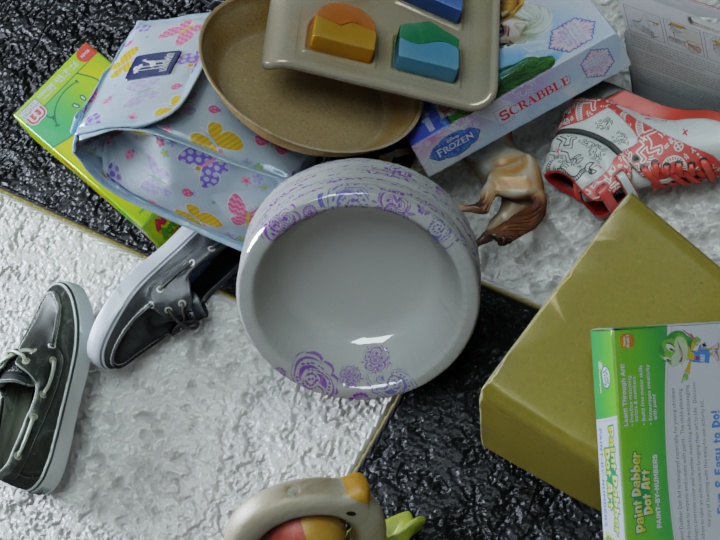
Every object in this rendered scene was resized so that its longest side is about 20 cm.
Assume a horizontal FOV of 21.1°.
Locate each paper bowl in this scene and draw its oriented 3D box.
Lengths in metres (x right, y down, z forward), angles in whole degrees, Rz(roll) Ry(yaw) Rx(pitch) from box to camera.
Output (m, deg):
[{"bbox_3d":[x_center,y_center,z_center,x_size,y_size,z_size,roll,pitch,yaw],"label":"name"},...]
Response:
[{"bbox_3d":[0.000,0.000,1.612,0.200,0.201,0.104,-15,27,10],"label":"paper bowl"}]

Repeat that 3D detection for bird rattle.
[{"bbox_3d":[-0.048,0.220,1.538,0.200,0.163,0.113,-6,44,5],"label":"bird rattle"}]

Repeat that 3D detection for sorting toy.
[{"bbox_3d":[0.022,-0.221,1.665,0.200,0.036,0.185,9,45,-4],"label":"sorting toy"}]

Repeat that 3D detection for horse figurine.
[{"bbox_3d":[0.105,-0.086,1.688,0.132,0.050,0.200,-24,49,-11],"label":"horse figurine"}]

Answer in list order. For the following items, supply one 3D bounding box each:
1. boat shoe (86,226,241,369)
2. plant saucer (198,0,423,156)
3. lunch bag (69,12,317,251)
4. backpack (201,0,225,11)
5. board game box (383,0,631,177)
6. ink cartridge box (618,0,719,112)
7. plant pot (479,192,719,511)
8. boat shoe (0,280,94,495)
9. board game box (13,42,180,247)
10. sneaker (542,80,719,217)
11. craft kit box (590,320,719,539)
[{"bbox_3d":[-0.157,0.019,1.723,0.066,0.070,0.200,34,71,31],"label":"boat shoe"},{"bbox_3d":[-0.046,-0.160,1.649,0.200,0.035,0.200,13,45,-13],"label":"plant saucer"},{"bbox_3d":[-0.136,-0.132,1.694,0.200,0.127,0.170,23,46,3],"label":"lunch bag"},{"bbox_3d":[-0.126,-0.323,1.818,0.151,0.178,0.200,-40,63,2],"label":"backpack"},{"bbox_3d":[0.111,-0.195,1.712,0.199,0.041,0.200,-29,39,3],"label":"board game box"},{"bbox_3d":[0.312,-0.175,1.596,0.200,0.176,0.045,25,68,27],"label":"ink cartridge box"},{"bbox_3d":[0.228,0.097,1.490,0.200,0.196,0.194,36,79,13],"label":"plant pot"},{"bbox_3d":[-0.285,0.096,1.713,0.071,0.064,0.200,-19,56,41],"label":"boat shoe"},{"bbox_3d":[-0.224,-0.120,1.822,0.102,0.048,0.200,-46,60,-8],"label":"board game box"},{"bbox_3d":[0.252,-0.086,1.638,0.201,0.067,0.108,20,73,29],"label":"sneaker"},{"bbox_3d":[0.268,0.134,1.381,0.197,0.049,0.200,-3,89,-18],"label":"craft kit box"}]
